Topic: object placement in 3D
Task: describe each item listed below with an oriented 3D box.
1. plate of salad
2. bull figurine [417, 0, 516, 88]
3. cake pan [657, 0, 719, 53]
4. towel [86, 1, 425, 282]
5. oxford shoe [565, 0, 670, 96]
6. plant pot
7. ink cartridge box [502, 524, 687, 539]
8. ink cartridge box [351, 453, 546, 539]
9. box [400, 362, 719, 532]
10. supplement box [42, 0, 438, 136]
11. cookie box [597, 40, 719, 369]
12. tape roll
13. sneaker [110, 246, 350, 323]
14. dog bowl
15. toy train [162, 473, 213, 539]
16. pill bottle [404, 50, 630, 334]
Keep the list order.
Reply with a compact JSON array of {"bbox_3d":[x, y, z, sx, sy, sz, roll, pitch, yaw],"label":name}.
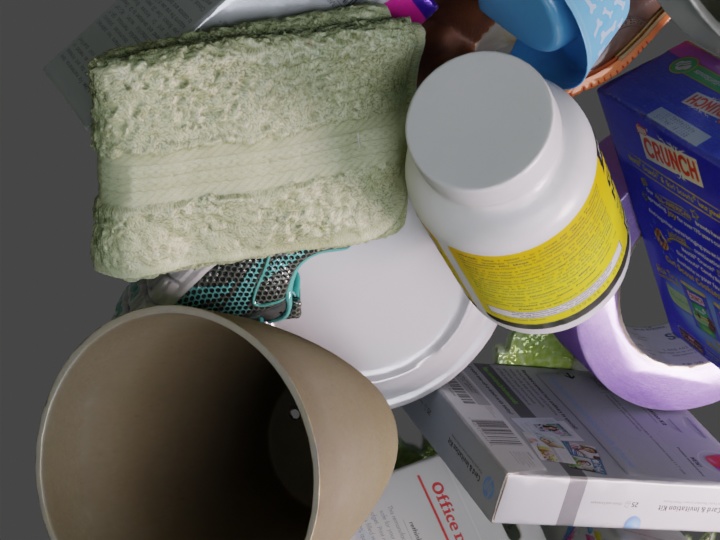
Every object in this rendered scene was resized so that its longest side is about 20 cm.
[{"bbox_3d":[0.000,0.000,1.415,0.199,0.048,0.201,-5,117,-11],"label":"plate of salad"},{"bbox_3d":[0.096,-0.178,1.347,0.065,0.121,0.201,1,126,-58],"label":"bull figurine"},{"bbox_3d":[0.230,-0.220,1.361,0.199,0.037,0.202,13,69,-39],"label":"cake pan"},{"bbox_3d":[-0.058,-0.071,1.245,0.199,0.036,0.149,-9,118,-21],"label":"towel"},{"bbox_3d":[0.157,-0.171,1.405,0.200,0.071,0.073,-36,105,-10],"label":"oxford shoe"},{"bbox_3d":[-0.062,0.111,1.316,0.200,0.187,0.188,-4,123,-64],"label":"plant pot"},{"bbox_3d":[0.151,0.222,1.506,0.084,0.200,0.145,19,105,-27],"label":"ink cartridge box"},{"bbox_3d":[0.021,0.202,1.480,0.199,0.118,0.067,-18,155,-15],"label":"ink cartridge box"},{"bbox_3d":[0.146,0.117,1.478,0.199,0.156,0.041,4,115,-27],"label":"box"},{"bbox_3d":[-0.072,-0.135,1.288,0.200,0.103,0.101,-42,125,-2],"label":"supplement box"},{"bbox_3d":[0.242,-0.021,1.369,0.075,0.171,0.201,-29,123,-12],"label":"cookie box"},{"bbox_3d":[0.222,-0.007,1.506,0.199,0.066,0.201,-10,117,-20],"label":"tape roll"},{"bbox_3d":[-0.080,0.010,1.344,0.091,0.078,0.200,38,114,-15],"label":"sneaker"},{"bbox_3d":[0.074,-0.189,1.264,0.050,0.200,0.112,-41,154,-18],"label":"dog bowl"},{"bbox_3d":[-0.129,0.222,1.425,0.114,0.087,0.201,-5,123,21],"label":"toy train"},{"bbox_3d":[0.090,-0.046,1.285,0.112,0.113,0.200,-40,154,-2],"label":"pill bottle"}]
